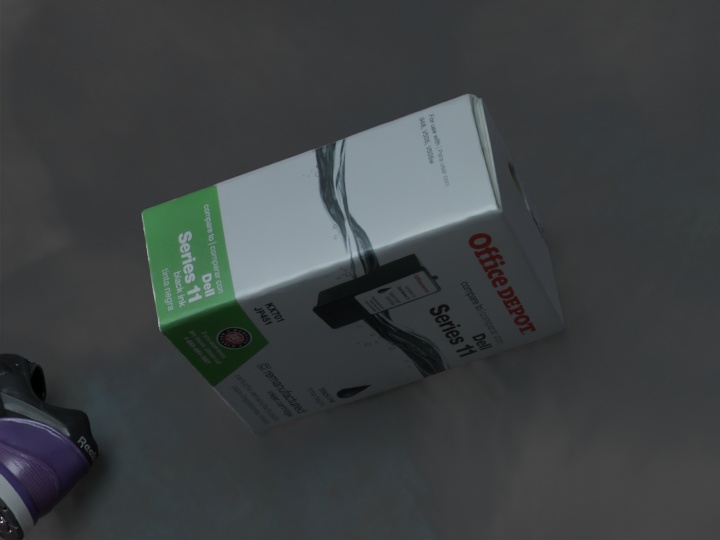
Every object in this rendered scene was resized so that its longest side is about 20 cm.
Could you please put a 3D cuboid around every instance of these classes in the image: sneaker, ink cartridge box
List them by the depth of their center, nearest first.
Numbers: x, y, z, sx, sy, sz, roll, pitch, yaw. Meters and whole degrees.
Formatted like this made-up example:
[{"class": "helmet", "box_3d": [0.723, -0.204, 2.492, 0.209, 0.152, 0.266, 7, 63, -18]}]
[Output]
[{"class": "ink cartridge box", "box_3d": [0.000, 0.000, 1.117, 0.199, 0.147, 0.083, -20, 56, 11]}, {"class": "sneaker", "box_3d": [-0.239, 0.083, 1.225, 0.200, 0.076, 0.088, 33, 62, 31]}]
